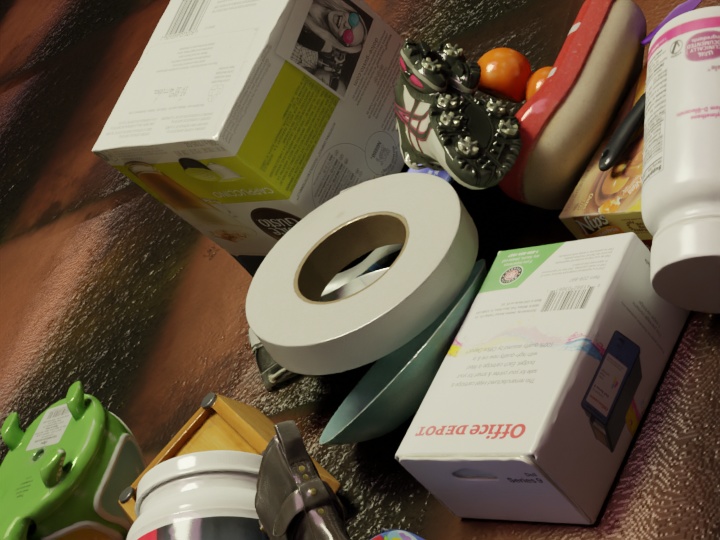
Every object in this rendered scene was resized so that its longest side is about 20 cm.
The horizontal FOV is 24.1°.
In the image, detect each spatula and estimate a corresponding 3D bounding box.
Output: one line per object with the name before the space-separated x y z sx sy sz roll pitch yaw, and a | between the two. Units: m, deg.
spatula | 0.235 -0.157 1.371 0.056 0.021 0.201 -27 32 58

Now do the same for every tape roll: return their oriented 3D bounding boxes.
tape roll | 0.000 0.000 1.365 0.202 0.037 0.203 -24 32 16

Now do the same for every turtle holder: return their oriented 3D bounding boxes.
turtle holder | -0.265 0.208 1.552 0.141 0.132 0.186 -36 30 14

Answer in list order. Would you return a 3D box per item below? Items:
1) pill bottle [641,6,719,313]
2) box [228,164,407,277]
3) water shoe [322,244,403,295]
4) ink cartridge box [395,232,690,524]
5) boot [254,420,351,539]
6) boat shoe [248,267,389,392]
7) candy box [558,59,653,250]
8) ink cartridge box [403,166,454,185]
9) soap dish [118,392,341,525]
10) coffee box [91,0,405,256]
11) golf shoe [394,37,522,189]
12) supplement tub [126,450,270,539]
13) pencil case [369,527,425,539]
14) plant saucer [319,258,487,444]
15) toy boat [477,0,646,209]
pill bottle | 0.261 -0.079 1.219 0.113 0.113 0.201 -17 56 41
box | -0.039 -0.090 1.710 0.199 0.079 0.142 -23 38 35
water shoe | 0.023 0.029 1.500 0.199 0.071 0.079 -28 60 25
ink cartridge box | 0.134 0.080 1.240 0.145 0.088 0.200 -8 43 49
boot | -0.022 0.220 1.139 0.069 0.201 0.174 -13 42 -24
boat shoe | -0.004 0.049 1.436 0.199 0.071 0.064 -24 72 28
candy box | 0.255 -0.105 1.359 0.115 0.055 0.200 -2 49 53
ink cartridge box | 0.066 -0.095 1.512 0.100 0.039 0.200 -58 3 4
soap dish | -0.116 0.196 1.424 0.157 0.081 0.200 -48 27 -6
coffee box | -0.083 -0.144 1.554 0.199 0.198 0.201 2 60 49
golf shoe | 0.075 -0.110 1.381 0.200 0.077 0.088 -109 32 -54
supplement tub | -0.103 0.248 1.227 0.140 0.140 0.201 -27 50 29
pencil case | 0.065 0.234 1.136 0.087 0.078 0.200 -19 16 -28
plant saucer | 0.046 0.077 1.367 0.201 0.039 0.201 -48 2 2
toy boat | 0.157 -0.151 1.438 0.130 0.131 0.201 18 58 16
